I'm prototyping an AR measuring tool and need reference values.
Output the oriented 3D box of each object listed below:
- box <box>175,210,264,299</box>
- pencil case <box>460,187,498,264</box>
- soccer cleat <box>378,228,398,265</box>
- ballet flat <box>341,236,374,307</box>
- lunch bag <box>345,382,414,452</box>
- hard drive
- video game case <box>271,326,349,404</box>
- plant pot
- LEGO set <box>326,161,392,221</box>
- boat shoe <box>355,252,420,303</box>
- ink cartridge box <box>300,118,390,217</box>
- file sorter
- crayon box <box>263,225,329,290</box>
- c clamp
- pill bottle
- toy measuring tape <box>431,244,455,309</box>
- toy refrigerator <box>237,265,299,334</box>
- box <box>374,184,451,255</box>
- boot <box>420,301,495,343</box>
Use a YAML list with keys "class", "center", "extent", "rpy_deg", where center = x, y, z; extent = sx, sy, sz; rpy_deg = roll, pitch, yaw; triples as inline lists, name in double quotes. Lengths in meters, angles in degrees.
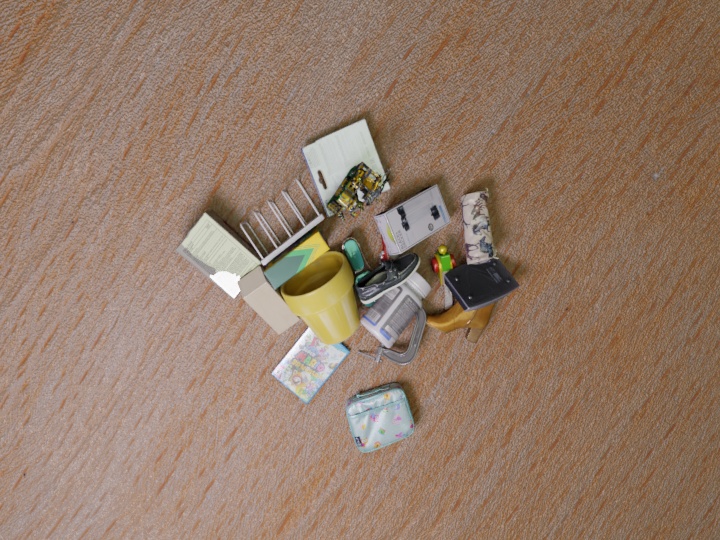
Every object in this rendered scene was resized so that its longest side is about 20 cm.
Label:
- class: "box"
  center: [-0.367, -0.044, 1.404]
  extent: [0.199, 0.109, 0.129]
  rpy_deg: [42, 93, -10]
- class: "pencil case"
  center: [0.328, -0.123, 1.462]
  extent: [0.086, 0.078, 0.209]
  rpy_deg: [-6, 86, 7]
- class: "soccer cleat"
  center: [0.094, -0.067, 1.473]
  extent: [0.082, 0.069, 0.209]
  rpy_deg: [-4, 96, -6]
- class: "ballet flat"
  center: [0.000, 0.000, 1.472]
  extent: [0.068, 0.065, 0.207]
  rpy_deg: [-17, 103, -1]
- class: "lunch bag"
  center: [0.052, 0.425, 1.536]
  extent: [0.193, 0.077, 0.166]
  rpy_deg: [-18, 100, -3]
- class: "hard drive"
  center: [0.335, 0.037, 1.467]
  extent: [0.194, 0.043, 0.137]
  rpy_deg: [-19, 58, -27]
- class: "video game case"
  center: [-0.143, 0.264, 1.521]
  extent: [0.142, 0.018, 0.201]
  rpy_deg: [40, 92, -10]
- class: "plant pot"
  center: [-0.092, 0.085, 1.421]
  extent: [0.195, 0.202, 0.194]
  rpy_deg: [-25, 117, -1]
- class: "LEGO set"
  center: [0.002, -0.186, 1.351]
  extent: [0.114, 0.199, 0.157]
  rpy_deg: [35, 74, -12]
- class: "boat shoe"
  center: [0.069, 0.006, 1.406]
  extent: [0.195, 0.075, 0.067]
  rpy_deg: [-32, 126, 7]
- class: "ink cartridge box"
  center: [-0.040, -0.278, 1.437]
  extent: [0.194, 0.041, 0.206]
  rpy_deg: [-23, 101, -2]
- class: "file sorter"
  center: [-0.207, -0.132, 1.394]
  extent: [0.197, 0.139, 0.126]
  rpy_deg: [-37, 98, 1]
- class: "crayon box"
  center: [-0.164, -0.039, 1.380]
  extent: [0.170, 0.200, 0.059]
  rpy_deg: [-35, 101, 1]
- class: "c clamp"
  center: [0.096, 0.177, 1.502]
  extent: [0.167, 0.027, 0.206]
  rpy_deg: [23, 88, 24]
- class: "pill bottle"
  center: [0.099, 0.098, 1.443]
  extent: [0.113, 0.114, 0.201]
  rpy_deg: [41, 84, -11]
- class: "toy measuring tape"
  center: [0.240, 0.012, 1.513]
  extent: [0.071, 0.074, 0.206]
  rpy_deg: [-13, 122, -4]
- class: "toy refrigerator"
  center: [-0.243, 0.080, 1.404]
  extent: [0.075, 0.071, 0.201]
  rpy_deg: [-33, 140, 0]
- class: "box"
  center: [0.144, -0.137, 1.430]
  extent: [0.196, 0.060, 0.120]
  rpy_deg: [-29, 101, -26]
- class: "boot"
  center: [0.278, 0.110, 1.507]
  extent: [0.194, 0.071, 0.149]
  rpy_deg: [19, 103, -6]
